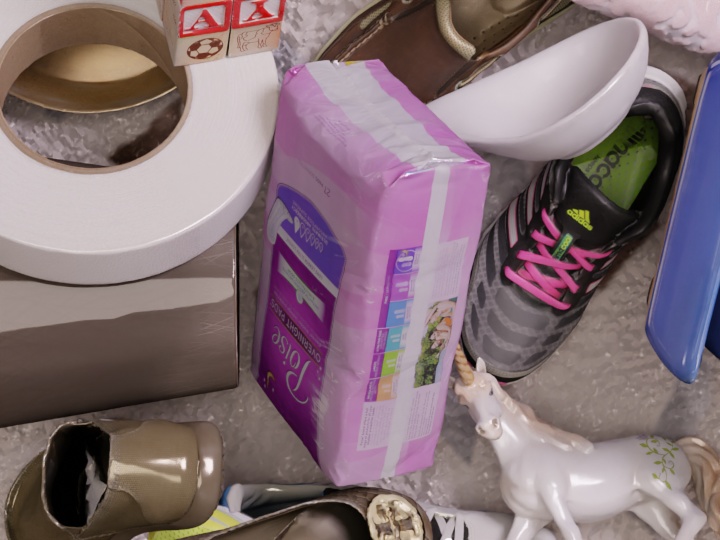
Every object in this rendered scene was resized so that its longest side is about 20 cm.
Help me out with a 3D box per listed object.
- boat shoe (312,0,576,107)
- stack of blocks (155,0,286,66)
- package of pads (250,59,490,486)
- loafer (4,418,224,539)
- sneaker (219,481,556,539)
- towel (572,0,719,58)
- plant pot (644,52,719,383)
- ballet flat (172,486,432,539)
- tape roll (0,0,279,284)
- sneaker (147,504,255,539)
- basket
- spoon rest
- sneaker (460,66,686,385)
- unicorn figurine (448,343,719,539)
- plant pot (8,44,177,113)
[{"bbox_3d":[0.044,-0.134,1.157,0.202,0.075,0.075,-38,91,4],"label":"boat shoe"},{"bbox_3d":[-0.091,-0.225,1.101,0.058,0.115,0.201,-11,66,-13],"label":"stack of blocks"},{"bbox_3d":[0.000,0.000,1.103,0.075,0.121,0.201,-10,127,-27],"label":"package of pads"},{"bbox_3d":[-0.147,0.113,1.131,0.067,0.200,0.077,17,64,-32],"label":"loafer"},{"bbox_3d":[0.013,0.155,1.169,0.198,0.073,0.072,3,57,4],"label":"sneaker"},{"bbox_3d":[0.164,-0.226,1.114,0.199,0.032,0.192,16,95,-36],"label":"towel"},{"bbox_3d":[0.252,-0.023,1.091,0.179,0.200,0.201,13,101,9],"label":"plant pot"},{"bbox_3d":[-0.047,0.153,1.093,0.199,0.046,0.068,-9,66,-25],"label":"ballet flat"},{"bbox_3d":[-0.143,-0.088,1.111,0.201,0.037,0.204,3,62,-6],"label":"tape roll"},{"bbox_3d":[-0.060,0.216,1.116,0.078,0.090,0.201,-33,84,26],"label":"sneaker"},{"bbox_3d":[-0.166,0.011,1.146,0.198,0.136,0.182,0,66,-2],"label":"basket"},{"bbox_3d":[0.072,-0.076,1.124,0.200,0.100,0.061,-33,112,32],"label":"spoon rest"},{"bbox_3d":[0.117,-0.025,1.153,0.074,0.087,0.201,34,95,0],"label":"sneaker"},{"bbox_3d":[0.121,0.120,1.153,0.199,0.074,0.138,9,55,-31],"label":"unicorn figurine"},{"bbox_3d":[-0.153,-0.190,1.187,0.198,0.027,0.202,0,92,3],"label":"plant pot"}]
